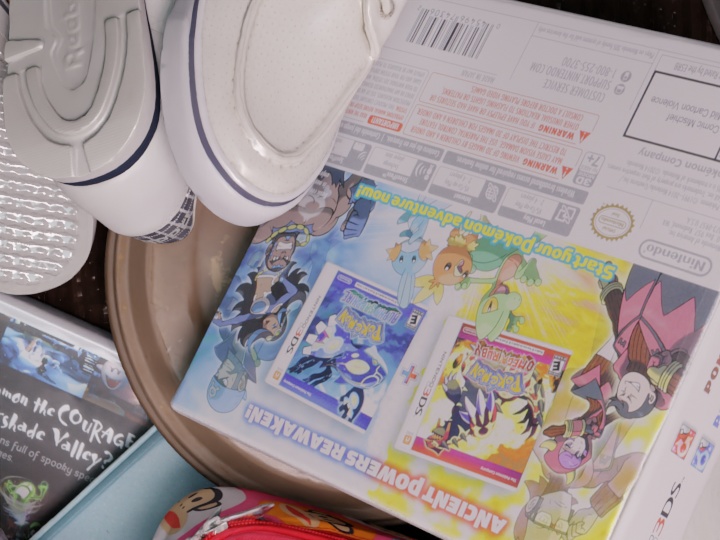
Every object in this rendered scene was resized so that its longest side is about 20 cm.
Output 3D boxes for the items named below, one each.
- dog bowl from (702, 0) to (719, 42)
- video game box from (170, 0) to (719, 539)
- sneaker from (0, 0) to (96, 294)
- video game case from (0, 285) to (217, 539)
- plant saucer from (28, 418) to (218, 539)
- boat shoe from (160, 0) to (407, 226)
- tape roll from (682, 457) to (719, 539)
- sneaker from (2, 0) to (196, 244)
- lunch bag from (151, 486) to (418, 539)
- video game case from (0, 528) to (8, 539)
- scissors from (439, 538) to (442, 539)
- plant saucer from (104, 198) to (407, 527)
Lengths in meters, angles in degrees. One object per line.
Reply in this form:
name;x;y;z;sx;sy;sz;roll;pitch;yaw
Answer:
dog bowl;0.231;-0.136;0.760;0.199;0.059;0.201;0;98;-1
video game box;0.048;0.001;0.673;0.047;0.199;0.183;36;78;-47
sneaker;-0.154;-0.088;0.753;0.078;0.080;0.201;-17;122;7
video game case;-0.159;0.099;0.802;0.199;0.023;0.183;24;97;-4
plant saucer;-0.119;0.141;0.788;0.200;0.019;0.070;-42;96;4
boat shoe;-0.012;-0.108;0.698;0.071;0.070;0.201;38;51;-27
tape roll;0.161;0.048;0.734;0.201;0.071;0.203;-12;120;-22
sneaker;-0.086;-0.109;0.737;0.076;0.080;0.201;-7;65;25
lunch bag;-0.041;0.184;0.727;0.175;0.082;0.201;19;91;-22
video game case;-0.136;0.213;0.728;0.019;0.143;0.201;6;135;31
scissors;0.031;0.084;0.810;0.073;0.014;0.201;7;99;-5
plant saucer;0.000;0.000;0.767;0.199;0.029;0.201;1;85;-7
